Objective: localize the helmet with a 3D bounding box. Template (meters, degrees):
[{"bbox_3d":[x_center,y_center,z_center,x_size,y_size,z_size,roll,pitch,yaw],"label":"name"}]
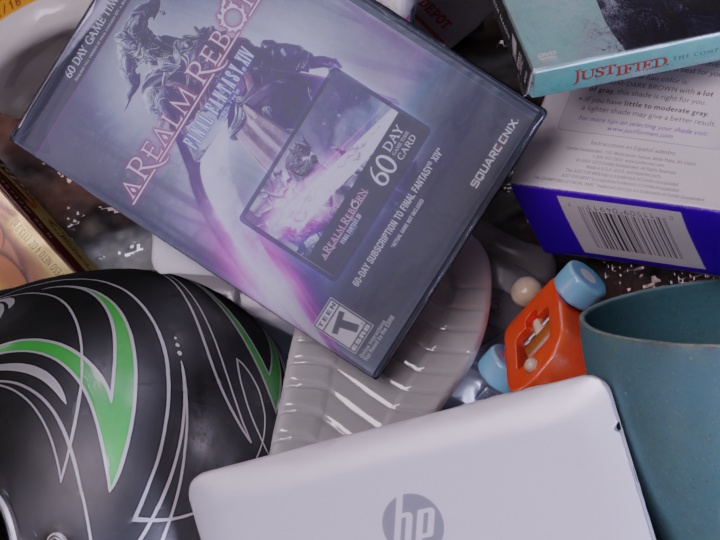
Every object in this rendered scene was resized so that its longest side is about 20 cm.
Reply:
[{"bbox_3d":[-0.113,0.099,1.389,0.190,0.200,0.201,13,79,38],"label":"helmet"}]

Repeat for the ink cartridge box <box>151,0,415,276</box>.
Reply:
[{"bbox_3d":[-0.035,-0.097,1.349,0.117,0.067,0.201,4,96,5],"label":"ink cartridge box"}]

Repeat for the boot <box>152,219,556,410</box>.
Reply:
[{"bbox_3d":[0.000,0.000,1.442,0.199,0.074,0.096,21,77,22],"label":"boot"}]

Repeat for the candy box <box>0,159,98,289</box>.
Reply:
[{"bbox_3d":[-0.242,0.034,1.525,0.200,0.055,0.115,-43,86,6],"label":"candy box"}]

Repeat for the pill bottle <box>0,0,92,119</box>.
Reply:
[{"bbox_3d":[-0.169,-0.189,1.553,0.116,0.116,0.201,-25,65,17],"label":"pill bottle"}]

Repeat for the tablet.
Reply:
[{"bbox_3d":[0.031,0.128,1.249,0.199,0.014,0.131,-16,95,21],"label":"tablet"}]

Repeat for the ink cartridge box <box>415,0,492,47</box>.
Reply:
[{"bbox_3d":[-0.020,-0.131,1.451,0.200,0.117,0.067,-38,61,8],"label":"ink cartridge box"}]

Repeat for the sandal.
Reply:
[{"bbox_3d":[-0.002,0.065,1.339,0.082,0.050,0.203,22,65,5],"label":"sandal"}]

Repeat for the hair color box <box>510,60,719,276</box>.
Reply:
[{"bbox_3d":[0.158,-0.098,1.365,0.109,0.065,0.201,9,62,28],"label":"hair color box"}]

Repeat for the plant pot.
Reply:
[{"bbox_3d":[0.197,0.080,1.259,0.199,0.200,0.135,0,99,26],"label":"plant pot"}]

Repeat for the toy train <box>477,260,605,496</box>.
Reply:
[{"bbox_3d":[0.058,0.099,1.323,0.200,0.056,0.150,-51,20,20],"label":"toy train"}]

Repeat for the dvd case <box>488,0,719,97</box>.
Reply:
[{"bbox_3d":[0.117,-0.169,1.351,0.145,0.022,0.200,-11,50,-9],"label":"dvd case"}]

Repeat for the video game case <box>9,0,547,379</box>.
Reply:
[{"bbox_3d":[-0.038,-0.065,1.309,0.200,0.019,0.143,33,97,2],"label":"video game case"}]
